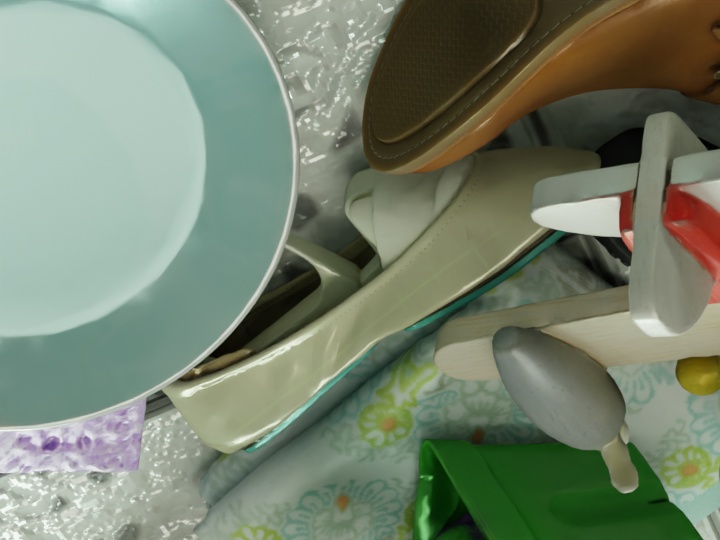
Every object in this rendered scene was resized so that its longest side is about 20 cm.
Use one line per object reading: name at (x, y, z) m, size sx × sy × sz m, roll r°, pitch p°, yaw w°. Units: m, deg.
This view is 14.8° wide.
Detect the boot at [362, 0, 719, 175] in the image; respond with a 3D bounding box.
boot at (0.110, -0.080, 1.002) m, size 0.154 × 0.074 × 0.200 m, roll 24°, pitch 128°, yaw -39°

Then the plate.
plate at (-0.120, -0.034, 0.991) m, size 0.199 × 0.026 × 0.201 m, roll -7°, pitch 119°, yaw -13°

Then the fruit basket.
fruit basket at (0.053, 0.168, 1.062) m, size 0.214 × 0.216 × 0.156 m, roll -6°, pitch 132°, yaw -9°

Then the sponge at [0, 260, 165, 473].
sponge at (-0.176, 0.031, 1.056) m, size 0.198 × 0.030 × 0.112 m, roll 0°, pitch 132°, yaw -15°

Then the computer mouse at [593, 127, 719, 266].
computer mouse at (0.159, -0.006, 1.108) m, size 0.199 × 0.034 × 0.059 m, roll 29°, pitch 100°, yaw -34°

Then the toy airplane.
toy airplane at (0.142, 0.022, 0.971) m, size 0.198 × 0.142 × 0.200 m, roll -1°, pitch 173°, yaw -14°

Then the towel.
towel at (0.052, 0.084, 1.155) m, size 0.200 × 0.048 × 0.171 m, roll -39°, pitch 131°, yaw 21°

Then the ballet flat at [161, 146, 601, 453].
ballet flat at (0.000, 0.000, 1.055) m, size 0.200 × 0.070 × 0.069 m, roll -37°, pitch 131°, yaw 22°
